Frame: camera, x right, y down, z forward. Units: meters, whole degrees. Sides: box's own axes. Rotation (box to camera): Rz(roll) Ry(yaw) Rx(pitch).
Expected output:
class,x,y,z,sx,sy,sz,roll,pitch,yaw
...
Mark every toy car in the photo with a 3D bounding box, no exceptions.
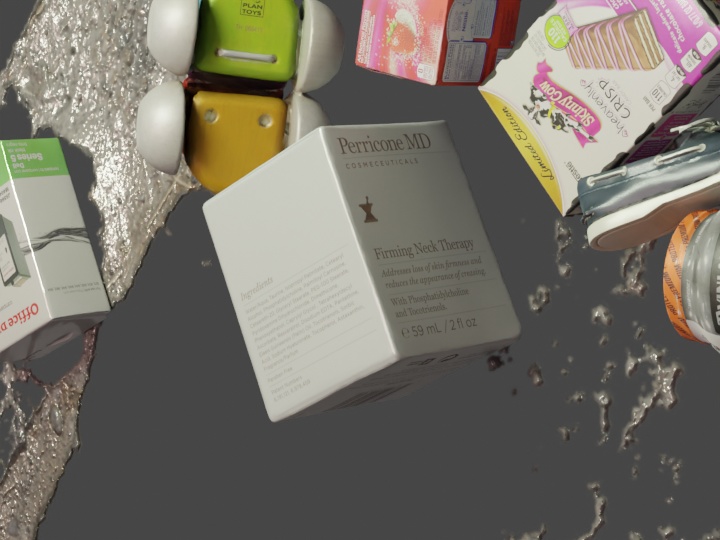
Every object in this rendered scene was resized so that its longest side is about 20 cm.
class,x,y,z,sx,sy,sz,roll,pitch,yaw
toy car,-0.113,-0.174,1.629,0.150,0.173,0.203,-126,43,-72

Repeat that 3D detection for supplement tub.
class,x,y,z,sx,sy,sz,roll,pitch,yaw
supplement tub,0.319,0.010,1.247,0.199,0.122,0.124,4,97,42

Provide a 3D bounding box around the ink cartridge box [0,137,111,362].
class,x,y,z,sx,sy,sz,roll,pitch,yaw
ink cartridge box,-0.361,-0.019,1.901,0.145,0.084,0.202,-29,75,41

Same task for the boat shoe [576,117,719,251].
class,x,y,z,sx,sy,sz,roll,pitch,yaw
boat shoe,0.253,-0.076,1.322,0.199,0.075,0.063,-25,67,28

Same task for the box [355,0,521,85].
class,x,y,z,sx,sy,sz,roll,pitch,yaw
box,0.072,-0.257,1.466,0.095,0.099,0.203,19,108,40

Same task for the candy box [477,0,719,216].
class,x,y,z,sx,sy,sz,roll,pitch,yaw
candy box,0.198,-0.157,1.385,0.200,0.061,0.137,-49,63,35

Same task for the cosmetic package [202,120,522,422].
class,x,y,z,sx,sy,sz,roll,pitch,yaw
cosmetic package,0.000,0.000,1.512,0.166,0.166,0.202,-29,75,41
